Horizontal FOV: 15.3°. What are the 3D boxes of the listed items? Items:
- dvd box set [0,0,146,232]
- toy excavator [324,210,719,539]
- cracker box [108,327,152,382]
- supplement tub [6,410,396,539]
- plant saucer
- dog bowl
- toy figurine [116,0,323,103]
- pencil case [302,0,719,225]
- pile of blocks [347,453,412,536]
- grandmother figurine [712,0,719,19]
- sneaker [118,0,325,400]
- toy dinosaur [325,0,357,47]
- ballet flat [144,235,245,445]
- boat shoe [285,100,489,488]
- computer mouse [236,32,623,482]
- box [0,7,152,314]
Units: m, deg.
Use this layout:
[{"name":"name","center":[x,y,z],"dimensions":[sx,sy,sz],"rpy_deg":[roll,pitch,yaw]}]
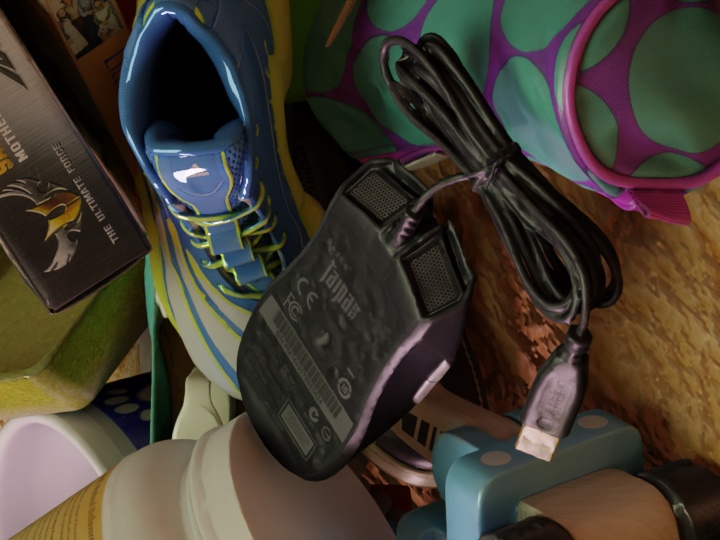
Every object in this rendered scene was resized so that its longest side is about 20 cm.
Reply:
[{"name":"dvd box set","center":[-0.128,-0.101,1.119],"dimensions":[0.146,0.029,0.200],"rpy_deg":[47,169,32]},{"name":"toy excavator","center":[0.048,0.083,1.057],"dimensions":[0.200,0.100,0.195],"rpy_deg":[25,126,50]},{"name":"cracker box","center":[-0.087,0.072,1.367],"dimensions":[0.200,0.058,0.134],"rpy_deg":[34,133,52]},{"name":"supplement tub","center":[-0.088,0.158,1.078],"dimensions":[0.200,0.145,0.145],"rpy_deg":[-35,68,21]},{"name":"plant saucer","center":[-0.154,0.009,1.301],"dimensions":[0.199,0.200,0.048],"rpy_deg":[-10,124,44]},{"name":"dog bowl","center":[-0.102,0.152,1.291],"dimensions":[0.200,0.079,0.201],"rpy_deg":[35,134,47]},{"name":"toy figurine","center":[-0.074,-0.129,1.182],"dimensions":[0.201,0.150,0.184],"rpy_deg":[63,162,13]},{"name":"pencil case","center":[0.059,-0.072,0.988],"dimensions":[0.200,0.085,0.093],"rpy_deg":[12,95,61]},{"name":"pile of blocks","center":[0.018,0.141,1.186],"dimensions":[0.082,0.062,0.200],"rpy_deg":[15,139,29]},{"name":"grandmother figurine","center":[0.138,-0.109,0.855],"dimensions":[0.200,0.060,0.122],"rpy_deg":[52,137,32]},{"name":"sneaker","center":[-0.061,-0.029,1.022],"dimensions":[0.105,0.075,0.201],"rpy_deg":[-64,-33,-66]},{"name":"toy dinosaur","center":[0.007,-0.188,1.053],"dimensions":[0.101,0.058,0.201],"rpy_deg":[106,160,-49]},{"name":"ballet flat","center":[-0.062,0.040,1.179],"dimensions":[0.070,0.067,0.201],"rpy_deg":[93,175,-76]},{"name":"boat shoe","center":[0.000,0.000,1.150],"dimensions":[0.200,0.073,0.065],"rpy_deg":[60,155,26]},{"name":"computer mouse","center":[0.031,0.022,0.968],"dimensions":[0.141,0.046,0.200],"rpy_deg":[52,136,26]},{"name":"box","center":[-0.161,-0.083,1.065],"dimensions":[0.200,0.048,0.158],"rpy_deg":[59,173,-9]}]
